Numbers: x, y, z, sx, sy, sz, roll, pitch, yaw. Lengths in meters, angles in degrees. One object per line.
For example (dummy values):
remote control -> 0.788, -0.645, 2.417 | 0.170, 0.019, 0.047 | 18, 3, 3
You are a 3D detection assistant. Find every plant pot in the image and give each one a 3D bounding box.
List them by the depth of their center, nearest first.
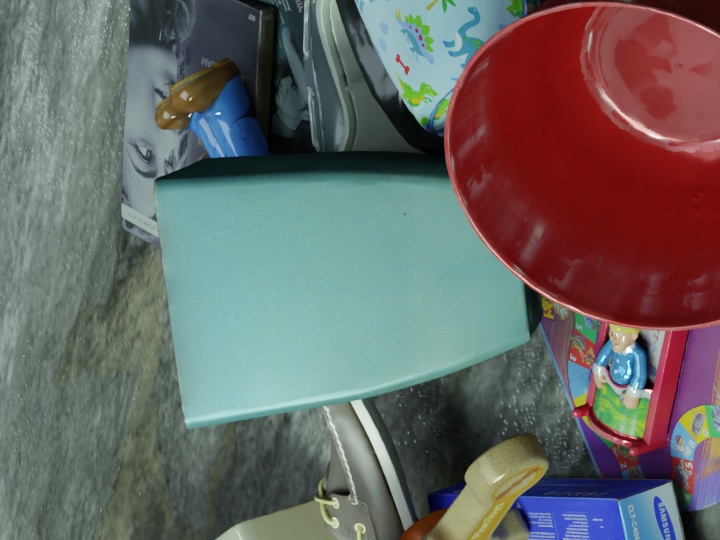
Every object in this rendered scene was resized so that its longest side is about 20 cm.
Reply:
plant pot -> 0.000, 0.000, 1.467 | 0.198, 0.141, 0.142 | -6, 96, 11

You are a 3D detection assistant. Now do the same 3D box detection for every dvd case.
dvd case -> -0.070, -0.128, 1.688 | 0.200, 0.022, 0.147 | -29, 78, 53
dvd case -> -0.113, -0.099, 1.721 | 0.148, 0.016, 0.202 | 27, 122, 44

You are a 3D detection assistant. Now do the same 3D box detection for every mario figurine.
mario figurine -> -0.072, -0.027, 1.616 | 0.106, 0.123, 0.201 | -32, 87, 18

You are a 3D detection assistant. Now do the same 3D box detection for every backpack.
backpack -> 0.071, -0.170, 1.416 | 0.199, 0.153, 0.164 | -26, 81, 38

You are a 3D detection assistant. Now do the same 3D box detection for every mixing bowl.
mixing bowl -> 0.153, -0.081, 1.320 | 0.199, 0.109, 0.201 | 13, 131, 15

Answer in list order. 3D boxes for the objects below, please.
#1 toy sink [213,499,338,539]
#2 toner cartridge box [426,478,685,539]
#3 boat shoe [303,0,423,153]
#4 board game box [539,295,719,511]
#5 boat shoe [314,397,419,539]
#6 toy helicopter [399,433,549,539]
toy sink -> -0.068, 0.255, 1.734 | 0.200, 0.112, 0.131 | -41, 69, 44
toner cartridge box -> 0.118, 0.174, 1.511 | 0.200, 0.043, 0.096 | -6, 99, 59
boat shoe -> 0.003, -0.096, 1.572 | 0.062, 0.072, 0.201 | -136, 34, -63
board game box -> 0.148, 0.045, 1.450 | 0.158, 0.039, 0.201 | -32, 76, 51
boat shoe -> 0.006, 0.153, 1.588 | 0.072, 0.059, 0.201 | -103, -7, -59
toy helicopter -> 0.046, 0.155, 1.451 | 0.079, 0.131, 0.200 | 61, 145, 25
